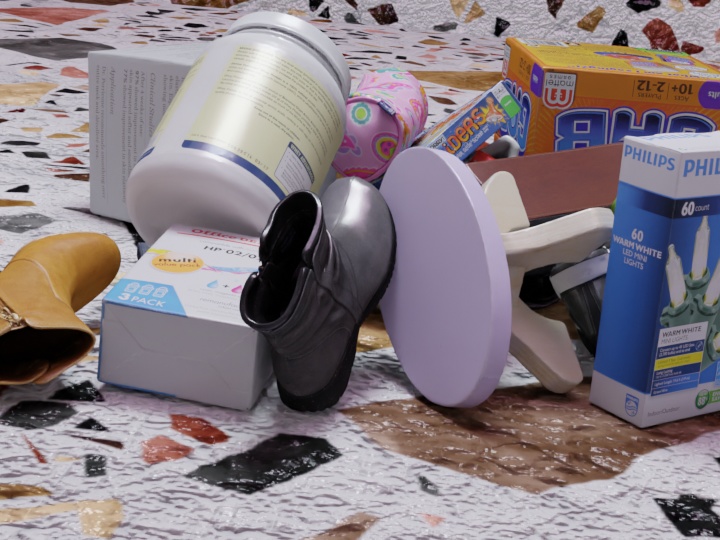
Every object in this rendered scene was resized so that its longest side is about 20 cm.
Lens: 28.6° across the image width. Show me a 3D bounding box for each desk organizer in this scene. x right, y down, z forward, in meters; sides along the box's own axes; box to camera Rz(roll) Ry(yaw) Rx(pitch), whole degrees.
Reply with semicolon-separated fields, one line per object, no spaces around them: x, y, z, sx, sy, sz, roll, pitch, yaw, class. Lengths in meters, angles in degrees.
0.171;-0.053;1.229;0.199;0.072;0.077;-10;50;-36;desk organizer

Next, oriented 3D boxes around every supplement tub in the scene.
-0.095;-0.105;1.183;0.144;0.146;0.201;10;52;17;supplement tub

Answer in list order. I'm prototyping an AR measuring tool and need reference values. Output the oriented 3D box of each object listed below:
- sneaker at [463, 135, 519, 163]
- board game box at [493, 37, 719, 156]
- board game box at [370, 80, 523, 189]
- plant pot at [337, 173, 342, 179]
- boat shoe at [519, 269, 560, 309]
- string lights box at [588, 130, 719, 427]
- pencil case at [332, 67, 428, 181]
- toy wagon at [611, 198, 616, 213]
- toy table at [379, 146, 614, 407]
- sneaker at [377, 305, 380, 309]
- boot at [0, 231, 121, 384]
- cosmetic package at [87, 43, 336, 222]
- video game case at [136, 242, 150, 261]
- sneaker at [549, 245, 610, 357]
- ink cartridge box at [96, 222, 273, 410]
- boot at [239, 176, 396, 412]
0.087;-0.067;1.330;0.070;0.094;0.199;39;43;14;sneaker
0.248;-0.116;1.433;0.198;0.202;0.200;4;16;-5;board game box
0.063;-0.109;1.386;0.135;0.035;0.200;-41;6;-22;board game box
-0.035;-0.099;1.597;0.198;0.028;0.200;4;16;-1;plant pot
0.181;-0.001;1.287;0.198;0.075;0.093;0;35;-21;boat shoe
0.232;0.004;1.028;0.102;0.202;0.059;-7;20;-34;string lights box
0.015;-0.146;1.366;0.086;0.088;0.200;8;16;9;pencil case
0.260;-0.002;1.158;0.199;0.040;0.156;28;23;-46;toy wagon
0.094;0.007;1.060;0.116;0.202;0.183;5;-21;-36;toy table
0.000;0.000;1.205;0.198;0.071;0.073;15;54;23;sneaker
-0.224;0.032;1.017;0.200;0.072;0.143;-23;26;-38;boot
-0.146;-0.132;1.408;0.199;0.169;0.166;14;18;37;cosmetic package
-0.115;0.012;1.215;0.141;0.019;0.200;1;16;-13;video game case
0.208;0.036;1.160;0.066;0.091;0.200;-24;-12;17;sneaker
-0.108;0.022;1.057;0.114;0.069;0.200;10;23;7;ink cartridge box
-0.025;-0.015;0.983;0.069;0.132;0.201;1;53;14;boot
